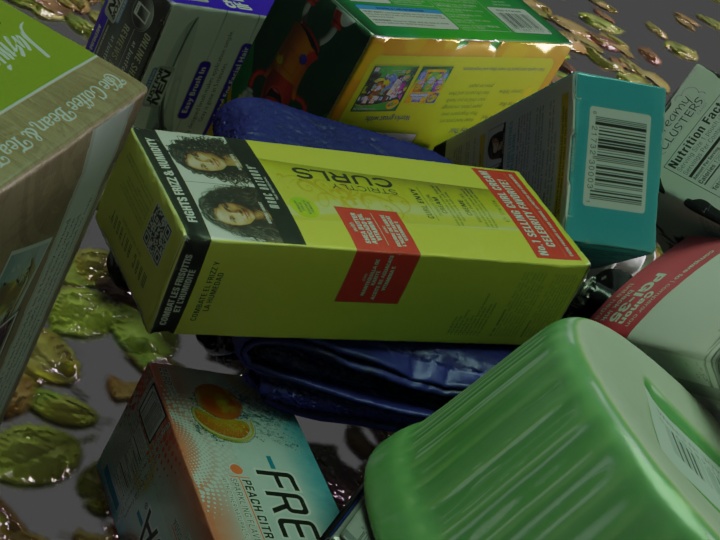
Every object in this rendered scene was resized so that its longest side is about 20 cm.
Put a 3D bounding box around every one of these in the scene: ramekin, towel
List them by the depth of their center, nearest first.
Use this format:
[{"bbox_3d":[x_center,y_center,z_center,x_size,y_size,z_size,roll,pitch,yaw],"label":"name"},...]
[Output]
[{"bbox_3d":[0.105,0.112,0.586,0.200,0.098,0.200,42,15,-14],"label":"ramekin"},{"bbox_3d":[0.000,0.000,0.730,0.147,0.050,0.200,16,33,-20],"label":"towel"}]

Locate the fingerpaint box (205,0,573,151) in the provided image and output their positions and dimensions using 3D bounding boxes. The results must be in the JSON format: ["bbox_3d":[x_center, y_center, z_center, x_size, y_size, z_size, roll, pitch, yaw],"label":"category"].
[{"bbox_3d":[0.008,-0.088,0.908,0.073,0.167,0.200,45,31,26],"label":"fingerpaint box"}]

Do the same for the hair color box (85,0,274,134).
[{"bbox_3d":[-0.072,-0.123,0.959,0.200,0.110,0.065,-1,39,-46],"label":"hair color box"}]

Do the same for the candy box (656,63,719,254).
[{"bbox_3d":[0.245,0.002,0.779,0.200,0.072,0.168,34,-7,35],"label":"candy box"}]

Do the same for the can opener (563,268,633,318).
[{"bbox_3d":[0.132,0.062,0.869,0.079,0.063,0.200,43,28,-9],"label":"can opener"}]

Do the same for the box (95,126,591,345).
[{"bbox_3d":[-0.004,-0.011,0.646,0.199,0.050,0.075,5,37,-33],"label":"box"}]

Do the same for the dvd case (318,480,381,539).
[{"bbox_3d":[0.056,0.137,0.629,0.150,0.025,0.200,46,14,3],"label":"dvd case"}]

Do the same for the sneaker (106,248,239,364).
[{"bbox_3d":[-0.042,0.026,0.789,0.200,0.079,0.090,27,43,7],"label":"sneaker"}]

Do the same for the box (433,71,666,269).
[{"bbox_3d":[0.089,-0.039,0.803,0.049,0.083,0.200,7,-7,-16],"label":"box"}]

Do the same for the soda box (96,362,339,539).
[{"bbox_3d":[-0.042,0.125,0.599,0.068,0.064,0.200,12,32,-32],"label":"soda box"}]

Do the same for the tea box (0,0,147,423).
[{"bbox_3d":[-0.211,-0.010,0.520,0.196,0.200,0.134,31,26,2],"label":"tea box"}]

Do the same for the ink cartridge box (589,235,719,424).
[{"bbox_3d":[0.204,0.069,0.677,0.147,0.083,0.200,57,-13,-15],"label":"ink cartridge box"}]

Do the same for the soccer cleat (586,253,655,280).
[{"bbox_3d":[0.142,-0.034,0.999,0.086,0.070,0.200,34,6,25],"label":"soccer cleat"}]
